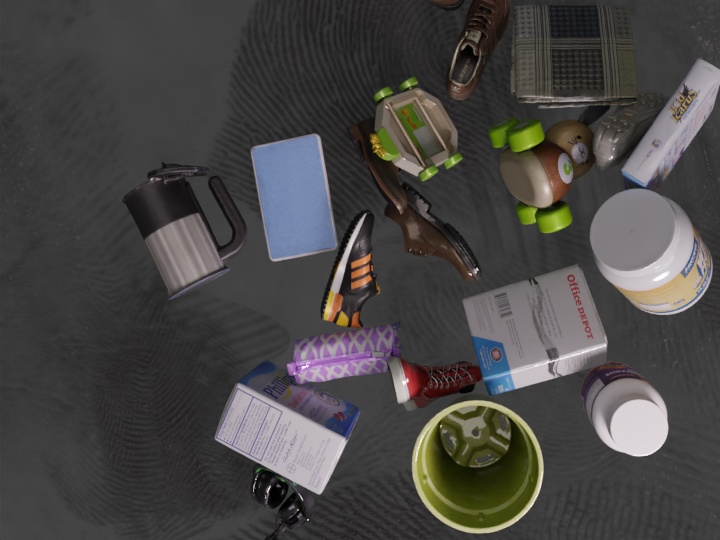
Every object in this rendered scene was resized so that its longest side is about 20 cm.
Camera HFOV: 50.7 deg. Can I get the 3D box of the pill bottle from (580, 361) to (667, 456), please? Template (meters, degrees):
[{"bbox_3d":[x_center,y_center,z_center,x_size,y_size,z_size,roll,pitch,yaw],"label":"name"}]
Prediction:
[{"bbox_3d":[0.410,0.215,1.181,0.109,0.200,0.114,1,96,7],"label":"pill bottle"}]

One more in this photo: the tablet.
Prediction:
[{"bbox_3d":[-0.115,-0.126,1.322,0.127,0.014,0.205,-9,93,9],"label":"tablet"}]

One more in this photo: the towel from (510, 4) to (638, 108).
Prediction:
[{"bbox_3d":[0.330,-0.335,1.189,0.188,0.035,0.204,2,62,7],"label":"towel"}]

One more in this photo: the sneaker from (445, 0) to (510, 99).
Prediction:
[{"bbox_3d":[0.193,-0.375,1.224,0.069,0.076,0.204,19,98,6],"label":"sneaker"}]

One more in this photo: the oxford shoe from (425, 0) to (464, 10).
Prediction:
[{"bbox_3d":[0.076,-0.482,1.229,0.196,0.084,0.074,16,99,8],"label":"oxford shoe"}]

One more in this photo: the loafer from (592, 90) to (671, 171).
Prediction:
[{"bbox_3d":[0.417,-0.219,1.175,0.069,0.199,0.071,33,141,32],"label":"loafer"}]

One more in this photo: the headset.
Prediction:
[{"bbox_3d":[-0.139,0.400,1.299,0.122,0.094,0.202,31,143,21],"label":"headset"}]

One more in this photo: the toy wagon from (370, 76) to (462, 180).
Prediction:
[{"bbox_3d":[0.076,-0.218,1.206,0.039,0.199,0.157,-33,88,49],"label":"toy wagon"}]

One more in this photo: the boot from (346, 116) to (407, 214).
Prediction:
[{"bbox_3d":[0.053,-0.185,1.231,0.096,0.075,0.202,-28,57,2],"label":"boot"}]

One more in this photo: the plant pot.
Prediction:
[{"bbox_3d":[0.186,0.286,1.228,0.195,0.184,0.206,1,96,8],"label":"plant pot"}]

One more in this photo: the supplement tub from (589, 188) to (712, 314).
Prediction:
[{"bbox_3d":[0.434,-0.027,1.139,0.142,0.199,0.148,-14,65,32],"label":"supplement tub"}]

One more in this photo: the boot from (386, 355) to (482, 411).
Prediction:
[{"bbox_3d":[0.123,0.168,1.227,0.141,0.200,0.074,-17,68,9],"label":"boot"}]

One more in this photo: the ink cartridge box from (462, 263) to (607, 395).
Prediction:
[{"bbox_3d":[0.278,0.097,1.219,0.196,0.084,0.148,-17,58,10],"label":"ink cartridge box"}]

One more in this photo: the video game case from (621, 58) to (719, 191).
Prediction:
[{"bbox_3d":[0.462,-0.199,1.138,0.045,0.199,0.183,35,98,20],"label":"video game case"}]

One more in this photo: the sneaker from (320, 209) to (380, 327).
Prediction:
[{"bbox_3d":[0.000,0.000,1.297,0.088,0.070,0.204,20,98,-10],"label":"sneaker"}]

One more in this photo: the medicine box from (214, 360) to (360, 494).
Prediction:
[{"bbox_3d":[-0.116,0.254,1.270,0.197,0.182,0.105,27,98,5],"label":"medicine box"}]

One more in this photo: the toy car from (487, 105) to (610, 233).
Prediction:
[{"bbox_3d":[0.327,-0.184,1.194,0.197,0.158,0.167,-26,107,-4],"label":"toy car"}]

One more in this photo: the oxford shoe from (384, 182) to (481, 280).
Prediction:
[{"bbox_3d":[0.119,-0.047,1.263,0.200,0.073,0.085,46,102,14],"label":"oxford shoe"}]

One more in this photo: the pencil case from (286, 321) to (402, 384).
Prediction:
[{"bbox_3d":[-0.021,0.146,1.296,0.195,0.086,0.086,-11,107,10],"label":"pencil case"}]

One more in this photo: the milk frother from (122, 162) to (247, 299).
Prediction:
[{"bbox_3d":[-0.292,-0.072,1.260,0.178,0.200,0.191,-27,91,6],"label":"milk frother"}]
